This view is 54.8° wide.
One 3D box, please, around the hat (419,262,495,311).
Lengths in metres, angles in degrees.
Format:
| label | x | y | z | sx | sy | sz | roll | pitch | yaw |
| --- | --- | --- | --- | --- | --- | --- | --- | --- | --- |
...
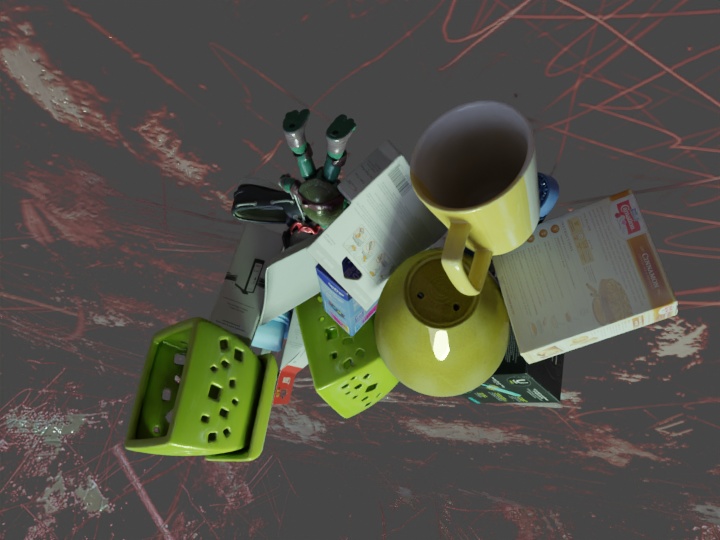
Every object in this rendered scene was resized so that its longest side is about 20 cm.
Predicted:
| label | x | y | z | sx | sy | sz | roll | pitch | yaw |
| --- | --- | --- | --- | --- | --- | --- | --- | --- | --- |
| hat | 0.156 | 0.005 | 1.091 | 0.195 | 0.083 | 0.201 | 14 | -166 | -4 |

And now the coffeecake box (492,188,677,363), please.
| label | x | y | z | sx | sy | sz | roll | pitch | yaw |
| --- | --- | --- | --- | --- | --- | --- | --- | --- | --- |
| coffeecake box | 0.283 | 0.011 | 0.899 | 0.195 | 0.158 | 0.073 | -21 | 157 | 17 |

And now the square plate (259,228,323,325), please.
| label | x | y | z | sx | sy | sz | roll | pitch | yaw |
| --- | --- | --- | --- | --- | --- | --- | --- | --- | --- |
| square plate | -0.085 | -0.007 | 1.142 | 0.029 | 0.195 | 0.201 | 51 | 153 | 18 |

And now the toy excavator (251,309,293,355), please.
| label | x | y | z | sx | sy | sz | roll | pitch | yaw |
| --- | --- | --- | --- | --- | --- | --- | --- | --- | --- |
| toy excavator | -0.199 | 0.154 | 1.478 | 0.097 | 0.205 | 0.196 | 14 | 155 | 0 |

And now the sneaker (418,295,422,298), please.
| label | x | y | z | sx | sy | sz | roll | pitch | yaw |
| --- | --- | --- | --- | --- | --- | --- | --- | --- | --- |
| sneaker | 0.161 | 0.065 | 1.258 | 0.194 | 0.078 | 0.092 | 10 | 151 | 8 |

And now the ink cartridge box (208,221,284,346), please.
| label | x | y | z | sx | sy | sz | roll | pitch | yaw |
| --- | --- | --- | --- | --- | --- | --- | --- | --- | --- |
| ink cartridge box | -0.207 | 0.039 | 1.254 | 0.082 | 0.205 | 0.146 | 19 | 155 | -5 |

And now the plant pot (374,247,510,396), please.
| label | x | y | z | sx | sy | sz | roll | pitch | yaw |
| --- | --- | --- | --- | --- | --- | --- | --- | --- | --- |
| plant pot | 0.109 | 0.052 | 0.930 | 0.194 | 0.206 | 0.143 | 10 | 160 | 10 |

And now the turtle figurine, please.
| label | x | y | z | sx | sy | sz | roll | pitch | yaw |
| --- | --- | --- | --- | --- | --- | --- | --- | --- | --- |
| turtle figurine | -0.048 | -0.122 | 0.962 | 0.145 | 0.103 | 0.203 | -3 | 141 | 2 |

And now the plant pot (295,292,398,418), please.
| label | x | y | z | sx | sy | sz | roll | pitch | yaw |
| --- | --- | --- | --- | --- | --- | --- | --- | --- | --- |
| plant pot | 0.000 | 0.135 | 1.312 | 0.177 | 0.203 | 0.201 | -21 | 151 | 7 |

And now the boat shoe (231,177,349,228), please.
| label | x | y | z | sx | sy | sz | roll | pitch | yaw |
| --- | --- | --- | --- | --- | --- | --- | --- | --- | --- |
| boat shoe | -0.108 | -0.095 | 1.090 | 0.194 | 0.062 | 0.076 | 7 | 154 | 16 |

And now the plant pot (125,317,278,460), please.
| label | x | y | z | sx | sy | sz | roll | pitch | yaw |
| --- | --- | --- | --- | --- | --- | --- | --- | --- | --- |
| plant pot | -0.254 | 0.212 | 1.155 | 0.178 | 0.205 | 0.198 | 24 | 154 | -31 |

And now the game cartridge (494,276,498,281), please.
| label | x | y | z | sx | sy | sz | roll | pitch | yaw |
| --- | --- | --- | --- | --- | --- | --- | --- | --- | --- |
| game cartridge | 0.284 | 0.050 | 1.157 | 0.128 | 0.039 | 0.198 | 33 | 165 | -24 |

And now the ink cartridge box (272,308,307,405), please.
| label | x | y | z | sx | sy | sz | roll | pitch | yaw |
| --- | --- | --- | --- | --- | --- | --- | --- | --- | --- |
| ink cartridge box | -0.126 | 0.183 | 1.458 | 0.049 | 0.206 | 0.161 | 10 | 171 | 8 |

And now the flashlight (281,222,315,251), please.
| label | x | y | z | sx | sy | sz | roll | pitch | yaw |
| --- | --- | --- | --- | --- | --- | --- | --- | --- | --- |
| flashlight | -0.092 | -0.015 | 1.248 | 0.067 | 0.068 | 0.201 | 35 | 165 | 20 |

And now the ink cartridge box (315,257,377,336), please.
| label | x | y | z | sx | sy | sz | roll | pitch | yaw |
| --- | --- | --- | --- | --- | --- | --- | --- | --- | --- |
| ink cartridge box | 0.000 | 0.000 | 1.118 | 0.076 | 0.137 | 0.201 | 37 | 160 | 20 |

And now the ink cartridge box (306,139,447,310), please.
| label | x | y | z | sx | sy | sz | roll | pitch | yaw |
| --- | --- | --- | --- | --- | --- | --- | --- | --- | --- |
| ink cartridge box | 0.021 | -0.056 | 0.975 | 0.045 | 0.176 | 0.200 | 47 | 180 | 37 |

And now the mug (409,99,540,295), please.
| label | x | y | z | sx | sy | sz | roll | pitch | yaw |
| --- | --- | --- | --- | --- | --- | --- | --- | --- | --- |
| mug | 0.140 | -0.083 | 0.843 | 0.149 | 0.187 | 0.153 | 43 | 177 | 37 |

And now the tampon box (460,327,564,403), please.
| label | x | y | z | sx | sy | sz | roll | pitch | yaw |
| --- | --- | --- | --- | --- | --- | --- | --- | --- | --- |
| tampon box | 0.273 | 0.171 | 1.344 | 0.196 | 0.130 | 0.149 | -10 | 146 | 40 |

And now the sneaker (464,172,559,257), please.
| label | x | y | z | sx | sy | sz | roll | pitch | yaw |
| --- | --- | --- | --- | --- | --- | --- | --- | --- | --- |
| sneaker | 0.219 | -0.071 | 0.969 | 0.076 | 0.072 | 0.200 | 2 | 156 | -27 |
